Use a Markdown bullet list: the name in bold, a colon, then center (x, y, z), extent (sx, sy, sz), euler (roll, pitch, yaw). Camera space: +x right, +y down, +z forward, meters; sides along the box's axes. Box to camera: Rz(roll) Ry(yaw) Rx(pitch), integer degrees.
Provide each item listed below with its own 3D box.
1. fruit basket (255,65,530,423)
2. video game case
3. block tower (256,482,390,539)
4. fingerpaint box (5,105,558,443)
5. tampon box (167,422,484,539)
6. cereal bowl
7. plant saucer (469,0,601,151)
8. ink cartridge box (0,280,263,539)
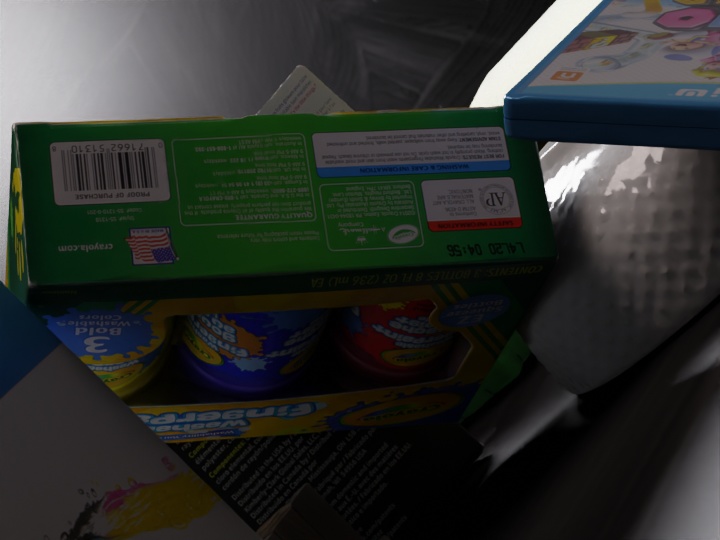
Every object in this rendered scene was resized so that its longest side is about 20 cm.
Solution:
- **fruit basket**: center (0.000, 0.000, 1.071), extent (0.185, 0.200, 0.094), euler (-46, 1, 44)
- **video game case**: center (0.151, -0.086, 0.692), extent (0.143, 0.018, 0.200), euler (5, 27, 24)
- **block tower**: center (-0.062, 0.167, 0.831), extent (0.200, 0.058, 0.054), euler (-44, 2, 39)
- **fingerpaint box**: center (-0.040, 0.008, 0.778), extent (0.200, 0.073, 0.167), euler (-3, -25, -14)
- **tampon box**: center (-0.070, 0.071, 0.929), extent (0.126, 0.200, 0.150), euler (-45, 1, -20)
- **cereal bowl**: center (0.129, -0.045, 0.801), extent (0.200, 0.083, 0.200), euler (-46, 0, 1)
- **plant saucer**: center (0.153, -0.112, 0.921), extent (0.200, 0.048, 0.200), euler (-12, -16, -26)
- **ink cartridge box**: center (-0.131, 0.135, 0.662), extent (0.147, 0.200, 0.145), euler (-45, 3, 30)
